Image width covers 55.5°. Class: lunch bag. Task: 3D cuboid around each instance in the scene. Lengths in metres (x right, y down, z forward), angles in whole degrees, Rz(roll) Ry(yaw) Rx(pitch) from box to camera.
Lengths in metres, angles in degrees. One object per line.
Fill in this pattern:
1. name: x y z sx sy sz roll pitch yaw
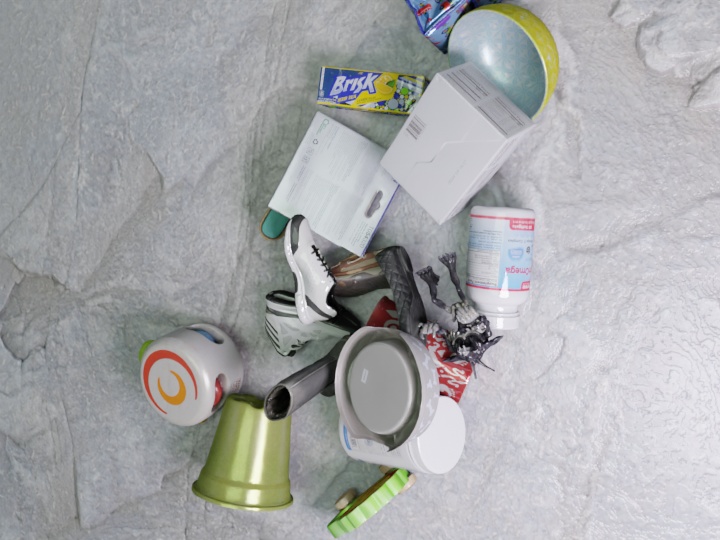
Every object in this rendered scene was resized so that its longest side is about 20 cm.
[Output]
1. lunch bag: 0.183 -0.463 1.117 0.199 0.150 0.095 -30 85 20

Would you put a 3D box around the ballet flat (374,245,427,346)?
1. ballet flat: 0.072 0.053 1.166 0.056 0.066 0.202 -23 65 25

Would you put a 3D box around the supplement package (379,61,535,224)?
1. supplement package: 0.155 -0.210 1.131 0.156 0.111 0.200 47 134 11

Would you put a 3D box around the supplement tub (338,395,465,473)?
1. supplement tub: 0.069 0.279 1.199 0.199 0.131 0.133 -6 93 46

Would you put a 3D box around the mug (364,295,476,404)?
1. mug: 0.106 0.155 1.233 0.199 0.178 0.134 24 65 13

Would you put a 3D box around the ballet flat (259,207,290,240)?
1. ballet flat: -0.129 -0.146 1.304 0.068 0.063 0.201 37 90 -7

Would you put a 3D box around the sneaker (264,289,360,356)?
1. sneaker: -0.096 0.119 1.326 0.199 0.076 0.116 17 115 17

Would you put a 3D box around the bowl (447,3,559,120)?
1. bowl: 0.250 -0.350 1.113 0.200 0.200 0.108 45 65 12

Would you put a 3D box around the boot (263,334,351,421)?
1. boot: -0.093 0.213 1.229 0.072 0.200 0.183 35 133 14

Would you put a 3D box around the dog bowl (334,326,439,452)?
1. dog bowl: 0.044 0.187 1.097 0.199 0.058 0.202 -7 81 47

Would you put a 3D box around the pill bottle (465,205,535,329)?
1. pill bottle: 0.235 -0.007 1.159 0.108 0.109 0.202 5 97 20

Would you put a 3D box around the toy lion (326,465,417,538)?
1. toy lion: 0.012 0.419 1.234 0.200 0.191 0.069 -43 80 19

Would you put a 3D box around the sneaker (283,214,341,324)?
1. sneaker: -0.082 -0.004 1.223 0.079 0.074 0.202 -6 106 22

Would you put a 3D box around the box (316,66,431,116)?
1. box: 0.025 -0.321 1.235 0.198 0.064 0.071 11 99 19

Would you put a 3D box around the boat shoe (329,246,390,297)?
1. boat shoe: 0.000 0.000 1.275 0.198 0.076 0.072 -9 60 19

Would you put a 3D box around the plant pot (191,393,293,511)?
1. plant pot: -0.212 0.343 1.326 0.199 0.200 0.186 8 87 19

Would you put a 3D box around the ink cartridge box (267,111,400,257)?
1. ink cartridge box: -0.039 -0.156 1.254 0.199 0.043 0.197 29 91 -3

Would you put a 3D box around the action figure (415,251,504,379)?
1. action figure: 0.151 0.079 1.109 0.118 0.102 0.201 -30 74 31

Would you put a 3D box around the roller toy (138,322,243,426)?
1. roller toy: -0.333 0.206 1.373 0.182 0.140 0.201 -26 90 30
